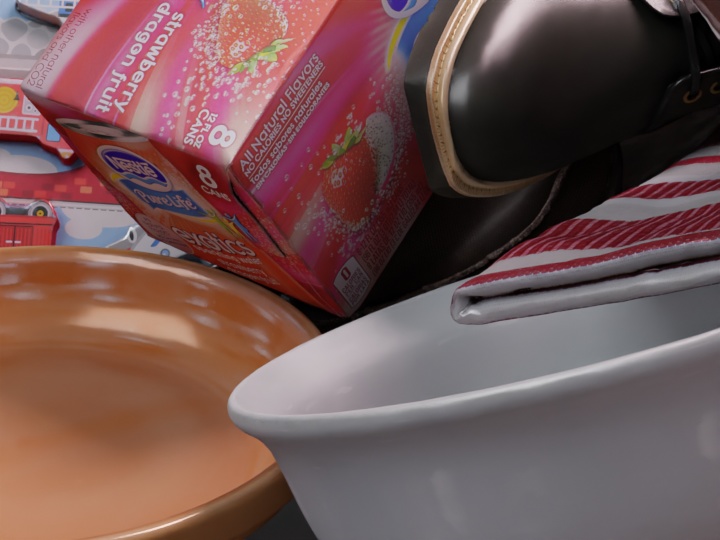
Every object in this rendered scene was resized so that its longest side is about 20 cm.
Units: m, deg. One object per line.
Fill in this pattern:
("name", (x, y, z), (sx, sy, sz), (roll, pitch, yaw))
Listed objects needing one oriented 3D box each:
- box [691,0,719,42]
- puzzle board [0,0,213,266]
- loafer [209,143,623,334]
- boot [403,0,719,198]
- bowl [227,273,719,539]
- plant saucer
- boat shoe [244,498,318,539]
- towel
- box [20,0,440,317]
("box", (0.172, -0.163, 0.591), (0.165, 0.164, 0.201), (-115, 36, -50))
("puzzle board", (-0.126, -0.060, 0.870), (0.198, 0.017, 0.152), (4, 76, 0))
("loafer", (0.000, 0.000, 0.798), (0.199, 0.071, 0.073), (-33, 35, 11))
("boot", (0.120, -0.079, 0.721), (0.138, 0.078, 0.200), (5, 29, 41))
("bowl", (0.070, 0.050, 0.630), (0.199, 0.091, 0.201), (-16, 8, 2))
("plant saucer", (-0.105, 0.049, 0.711), (0.198, 0.038, 0.201), (1, 25, 0))
("boat shoe", (-0.089, 0.102, 0.779), (0.199, 0.071, 0.064), (-26, 37, 6))
("towel", (0.129, -0.029, 0.658), (0.143, 0.023, 0.200), (-12, 8, 34))
("box", (-0.006, -0.100, 0.760), (0.099, 0.096, 0.201), (22, 71, 36))
